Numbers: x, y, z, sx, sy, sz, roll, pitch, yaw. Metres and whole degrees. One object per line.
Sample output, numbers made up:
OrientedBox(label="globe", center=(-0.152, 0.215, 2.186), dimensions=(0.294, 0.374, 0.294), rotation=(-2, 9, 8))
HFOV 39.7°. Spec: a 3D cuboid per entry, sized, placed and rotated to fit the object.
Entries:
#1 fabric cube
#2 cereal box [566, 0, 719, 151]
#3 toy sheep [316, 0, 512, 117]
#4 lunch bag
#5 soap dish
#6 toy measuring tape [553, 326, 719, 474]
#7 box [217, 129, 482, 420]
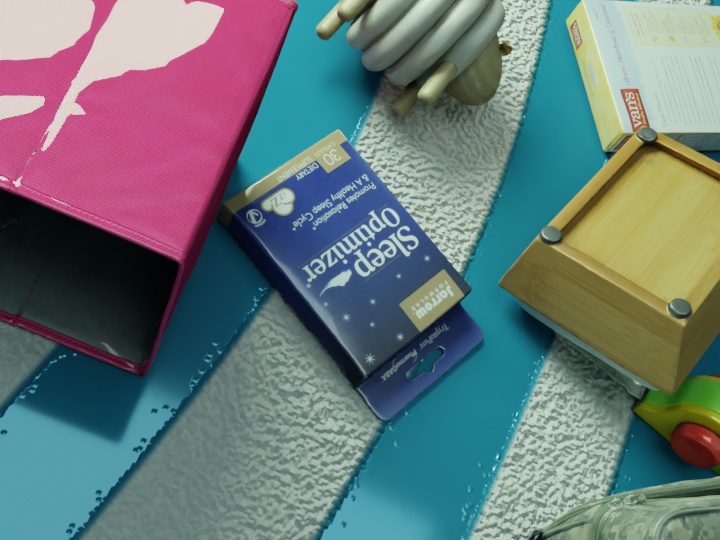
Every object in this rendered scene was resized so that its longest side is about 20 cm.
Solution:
OrientedBox(label="fabric cube", center=(-0.180, -0.084, 0.636), dimensions=(0.198, 0.196, 0.201), rotation=(23, 62, -8))
OrientedBox(label="cereal box", center=(0.301, -0.183, 0.937), dimensions=(0.198, 0.040, 0.145), rotation=(-3, 68, -20))
OrientedBox(label="toy sheep", center=(0.042, -0.214, 0.811), dimensions=(0.200, 0.137, 0.138), rotation=(45, 59, -17))
OrientedBox(label="lunch bag", center=(0.219, 0.212, 0.662), dimensions=(0.198, 0.168, 0.141), rotation=(-1, 80, -21))
OrientedBox(label="soap dish", center=(0.230, -0.018, 0.791), dimensions=(0.157, 0.082, 0.200), rotation=(34, 58, 23))
OrientedBox(label="toy measuring tape", center=(0.245, 0.092, 0.779), dimensions=(0.200, 0.074, 0.074), rotation=(40, 60, 1))
OrientedBox(label="box", center=(0.000, 0.000, 0.757), dimensions=(0.121, 0.032, 0.200), rotation=(-36, 83, -29))
